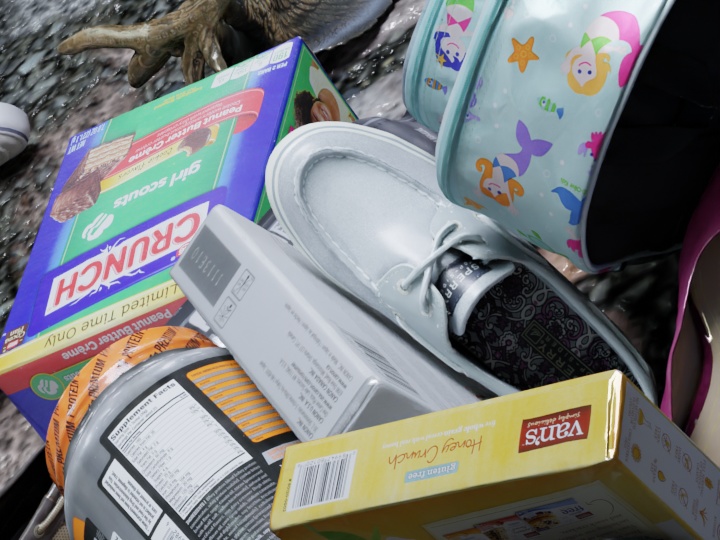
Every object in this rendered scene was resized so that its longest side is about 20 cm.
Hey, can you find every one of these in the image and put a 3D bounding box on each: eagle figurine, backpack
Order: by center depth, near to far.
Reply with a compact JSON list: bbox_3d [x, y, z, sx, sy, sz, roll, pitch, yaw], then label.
[{"bbox_3d":[0.106,-0.093,1.071,0.200,0.150,0.178,-24,-42,-65],"label":"backpack"},{"bbox_3d":[-0.059,-0.167,1.539,0.151,0.152,0.200,28,27,17],"label":"eagle figurine"}]

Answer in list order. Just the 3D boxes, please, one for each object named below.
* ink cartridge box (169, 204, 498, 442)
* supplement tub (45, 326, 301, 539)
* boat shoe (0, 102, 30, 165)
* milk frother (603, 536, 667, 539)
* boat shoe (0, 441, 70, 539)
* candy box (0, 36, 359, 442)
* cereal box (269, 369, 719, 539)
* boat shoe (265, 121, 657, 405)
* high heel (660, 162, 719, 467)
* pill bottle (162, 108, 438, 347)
[{"bbox_3d":[0.024,0.058,1.089,0.044,0.173,0.200,-55,30,6],"label":"ink cartridge box"},{"bbox_3d":[-0.044,0.114,1.079,0.122,0.123,0.200,-43,47,-6],"label":"supplement tub"},{"bbox_3d":[-0.298,-0.051,1.686,0.199,0.071,0.070,-18,64,26],"label":"boat shoe"},{"bbox_3d":[0.144,0.172,0.780,0.200,0.180,0.188,-42,26,16],"label":"milk frother"},{"bbox_3d":[-0.194,0.157,1.278,0.200,0.073,0.074,-47,31,-12],"label":"boat shoe"},{"bbox_3d":[-0.098,-0.014,1.395,0.168,0.077,0.201,-21,36,27],"label":"candy box"},{"bbox_3d":[0.083,0.113,0.911,0.143,0.200,0.040,-15,49,34],"label":"cereal box"},{"bbox_3d":[0.048,0.005,1.088,0.070,0.200,0.072,-53,5,-2],"label":"boat shoe"},{"bbox_3d":[0.151,0.030,0.990,0.067,0.096,0.201,9,84,6],"label":"high heel"},{"bbox_3d":[0.000,0.000,1.242,0.200,0.106,0.106,-48,31,-15],"label":"pill bottle"}]
